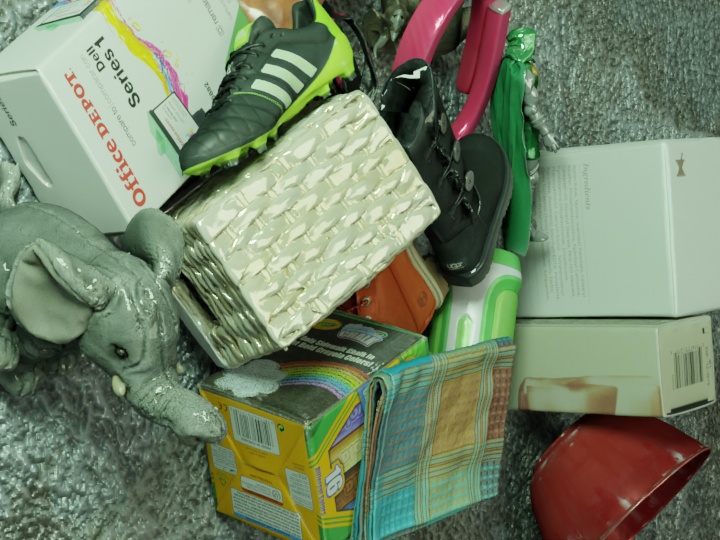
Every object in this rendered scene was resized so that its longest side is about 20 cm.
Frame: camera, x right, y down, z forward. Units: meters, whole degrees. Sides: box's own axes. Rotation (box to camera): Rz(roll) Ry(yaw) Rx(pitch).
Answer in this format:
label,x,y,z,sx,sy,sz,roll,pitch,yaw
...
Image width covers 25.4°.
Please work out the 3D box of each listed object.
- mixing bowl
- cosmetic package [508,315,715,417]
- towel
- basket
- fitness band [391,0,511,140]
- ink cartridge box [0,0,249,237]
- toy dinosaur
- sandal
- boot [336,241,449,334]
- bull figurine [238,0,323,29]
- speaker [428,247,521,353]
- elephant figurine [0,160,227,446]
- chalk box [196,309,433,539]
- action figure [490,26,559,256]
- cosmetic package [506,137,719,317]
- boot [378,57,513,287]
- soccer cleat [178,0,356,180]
label,x,y,z,sx,sy,sz,roll,pitch,yaw
mixing bowl,0.240,0.209,1.584,0.108,0.201,0.199,45,41,19
cosmetic package,0.232,0.090,1.543,0.103,0.198,0.089,-8,96,-46
towel,0.065,0.137,1.304,0.199,0.022,0.149,-10,109,-52
basket,-0.054,-0.036,1.241,0.200,0.123,0.136,-40,102,-26
fitness band,0.077,-0.176,1.434,0.143,0.037,0.202,-39,149,-41
ink cartridge box,-0.170,-0.140,1.192,0.200,0.083,0.146,-51,125,-36
toy dinosaur,0.060,-0.239,1.475,0.199,0.076,0.104,0,106,-59
sandal,-0.011,-0.172,1.356,0.075,0.045,0.202,-14,75,-51
boot,0.000,0.000,1.388,0.200,0.074,0.108,50,59,-35
bull figurine,-0.062,-0.255,1.308,0.121,0.065,0.201,32,55,-11
speaker,0.100,0.082,1.483,0.088,0.088,0.203,19,74,-45
elephant figurine,-0.175,0.021,1.096,0.155,0.198,0.143,48,56,-35
chalk box,-0.018,0.117,1.306,0.199,0.124,0.126,-31,125,-43
action figure,0.152,-0.129,1.502,0.054,0.118,0.203,-7,113,-9
cosmetic package,0.268,-0.043,1.588,0.166,0.198,0.169,-7,93,-46
boot,0.069,-0.108,1.382,0.201,0.065,0.166,55,32,-45
soccer cleat,-0.080,-0.138,1.194,0.082,0.067,0.200,57,47,-12
